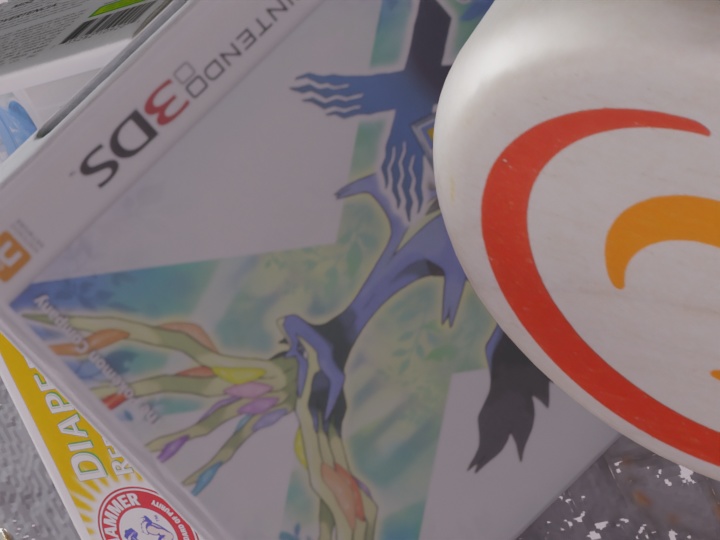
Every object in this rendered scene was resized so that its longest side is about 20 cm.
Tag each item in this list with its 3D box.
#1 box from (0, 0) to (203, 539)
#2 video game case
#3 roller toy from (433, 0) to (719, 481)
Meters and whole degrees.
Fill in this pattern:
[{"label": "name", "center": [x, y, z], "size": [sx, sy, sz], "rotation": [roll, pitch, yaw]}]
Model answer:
[{"label": "box", "center": [-0.055, 0.003, 0.862], "size": [0.112, 0.101, 0.201], "rotation": [-12, 112, 31]}, {"label": "video game case", "center": [0.000, 0.000, 0.789], "size": [0.182, 0.022, 0.200], "rotation": [-44, 112, -4]}, {"label": "roller toy", "center": [0.126, -0.041, 0.710], "size": [0.182, 0.140, 0.200], "rotation": [43, 147, -12]}]
